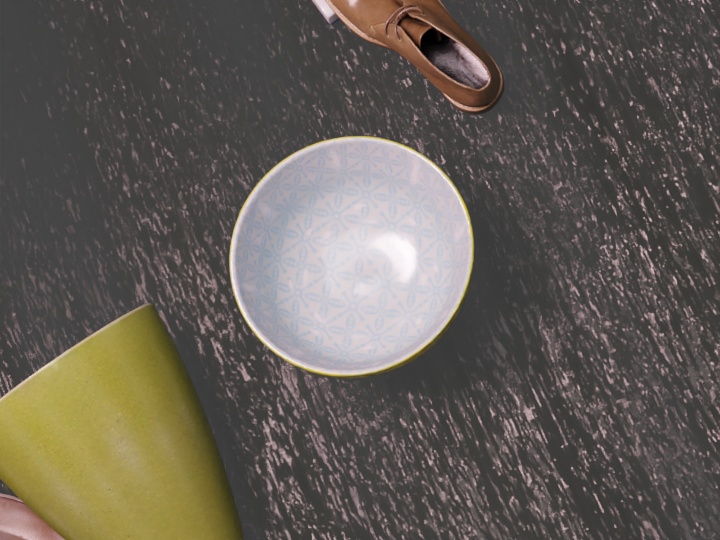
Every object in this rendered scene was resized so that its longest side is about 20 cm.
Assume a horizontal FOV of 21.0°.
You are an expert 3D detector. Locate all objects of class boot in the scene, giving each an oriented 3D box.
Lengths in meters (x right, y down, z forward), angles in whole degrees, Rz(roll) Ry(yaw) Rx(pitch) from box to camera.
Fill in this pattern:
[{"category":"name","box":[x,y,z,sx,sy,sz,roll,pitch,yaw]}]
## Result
[{"category":"boot","box":[0.041,-0.215,1.662,0.200,0.075,0.074,40,92,10]}]

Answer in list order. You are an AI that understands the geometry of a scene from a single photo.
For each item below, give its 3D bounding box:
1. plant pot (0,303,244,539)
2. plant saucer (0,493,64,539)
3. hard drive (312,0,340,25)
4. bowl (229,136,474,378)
[{"category":"plant pot","box":[-0.188,0.161,1.573,0.187,0.187,0.200,-35,88,-2]},{"category":"plant saucer","box":[-0.312,0.261,1.575,0.200,0.032,0.200,10,39,-8]},{"category":"hard drive","box":[0.018,-0.327,1.733,0.200,0.025,0.132,-35,74,-2]},{"category":"bowl","box":[0.000,0.000,1.607,0.199,0.108,0.201,-2,75,8]}]
